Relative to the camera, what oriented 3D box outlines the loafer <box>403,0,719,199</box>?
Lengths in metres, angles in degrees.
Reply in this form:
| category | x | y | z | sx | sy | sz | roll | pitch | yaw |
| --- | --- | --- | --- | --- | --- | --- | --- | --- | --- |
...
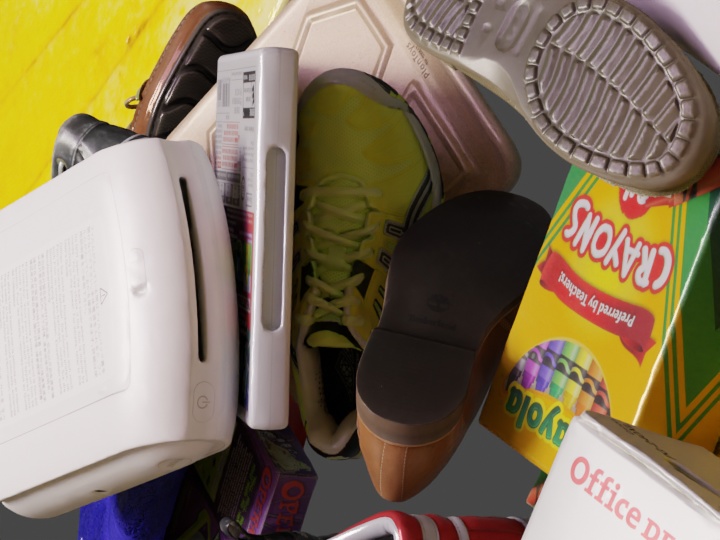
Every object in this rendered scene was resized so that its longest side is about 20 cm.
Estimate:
| category | x | y | z | sx | sy | sz | roll | pitch | yaw |
| --- | --- | --- | --- | --- | --- | --- | --- | --- | --- |
| loafer | 0.101 | -0.092 | 1.352 | 0.200 | 0.067 | 0.076 | 42 | 103 | 43 |

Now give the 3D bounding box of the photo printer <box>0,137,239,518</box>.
| category | x | y | z | sx | sy | sz | roll | pitch | yaw |
| --- | --- | --- | --- | --- | --- | --- | --- | --- | --- |
| photo printer | -0.127 | 0.028 | 1.504 | 0.200 | 0.069 | 0.168 | -25 | 67 | 55 |

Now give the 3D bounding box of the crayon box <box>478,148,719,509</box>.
| category | x | y | z | sx | sy | sz | roll | pitch | yaw |
| --- | --- | --- | --- | --- | --- | --- | --- | --- | --- |
| crayon box | 0.123 | 0.033 | 1.361 | 0.127 | 0.051 | 0.201 | 33 | 106 | 59 |

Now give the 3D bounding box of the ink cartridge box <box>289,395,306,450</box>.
| category | x | y | z | sx | sy | sz | roll | pitch | yaw |
| --- | --- | --- | --- | --- | --- | --- | --- | --- | --- |
| ink cartridge box | -0.070 | 0.023 | 1.705 | 0.162 | 0.050 | 0.201 | 13 | 84 | 61 |

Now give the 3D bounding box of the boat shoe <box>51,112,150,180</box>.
| category | x | y | z | sx | sy | sz | roll | pitch | yaw |
| --- | --- | --- | --- | --- | --- | --- | --- | --- | --- |
| boat shoe | -0.136 | -0.021 | 1.656 | 0.071 | 0.072 | 0.201 | 38 | 149 | 20 |

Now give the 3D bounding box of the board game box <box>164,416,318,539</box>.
| category | x | y | z | sx | sy | sz | roll | pitch | yaw |
| --- | --- | --- | --- | --- | --- | --- | --- | --- | --- |
| board game box | -0.079 | 0.165 | 1.646 | 0.120 | 0.032 | 0.201 | -118 | 41 | -57 |

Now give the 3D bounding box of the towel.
| category | x | y | z | sx | sy | sz | roll | pitch | yaw |
| --- | --- | --- | --- | --- | --- | --- | --- | --- | --- |
| towel | -0.128 | 0.110 | 1.661 | 0.201 | 0.049 | 0.148 | 109 | 172 | -45 |

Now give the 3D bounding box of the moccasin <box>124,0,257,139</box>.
| category | x | y | z | sx | sy | sz | roll | pitch | yaw |
| --- | --- | --- | --- | --- | --- | --- | --- | --- | --- |
| moccasin | -0.115 | -0.075 | 1.812 | 0.078 | 0.073 | 0.202 | -125 | 43 | -51 |

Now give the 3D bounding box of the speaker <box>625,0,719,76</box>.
| category | x | y | z | sx | sy | sz | roll | pitch | yaw |
| --- | --- | --- | --- | --- | --- | --- | --- | --- | --- |
| speaker | 0.167 | -0.131 | 1.334 | 0.082 | 0.081 | 0.200 | -66 | 29 | 14 |

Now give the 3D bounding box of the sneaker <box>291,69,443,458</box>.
| category | x | y | z | sx | sy | sz | roll | pitch | yaw |
| --- | --- | --- | --- | --- | --- | --- | --- | --- | --- |
| sneaker | 0.000 | 0.000 | 1.491 | 0.076 | 0.075 | 0.201 | -47 | -46 | -68 |

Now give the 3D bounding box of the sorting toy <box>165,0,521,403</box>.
| category | x | y | z | sx | sy | sz | roll | pitch | yaw |
| --- | --- | --- | --- | --- | --- | --- | --- | --- | --- |
| sorting toy | -0.011 | -0.057 | 1.595 | 0.200 | 0.036 | 0.186 | -48 | 56 | 27 |

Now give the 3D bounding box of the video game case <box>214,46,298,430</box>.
| category | x | y | z | sx | sy | sz | roll | pitch | yaw |
| --- | --- | --- | --- | --- | --- | --- | --- | --- | --- |
| video game case | -0.055 | -0.020 | 1.509 | 0.200 | 0.023 | 0.184 | -161 | 73 | -81 |

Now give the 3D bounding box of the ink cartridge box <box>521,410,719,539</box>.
| category | x | y | z | sx | sy | sz | roll | pitch | yaw |
| --- | --- | --- | --- | --- | --- | --- | --- | --- | --- |
| ink cartridge box | 0.119 | 0.182 | 1.254 | 0.145 | 0.083 | 0.201 | 37 | 108 | 53 |

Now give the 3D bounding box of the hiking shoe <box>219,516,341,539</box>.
| category | x | y | z | sx | sy | sz | roll | pitch | yaw |
| --- | --- | --- | --- | --- | --- | --- | --- | --- | --- |
| hiking shoe | -0.069 | 0.226 | 1.551 | 0.076 | 0.100 | 0.201 | 19 | 93 | 61 |

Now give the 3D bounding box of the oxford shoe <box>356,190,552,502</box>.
| category | x | y | z | sx | sy | sz | roll | pitch | yaw |
| --- | --- | --- | --- | --- | --- | --- | --- | --- | --- |
| oxford shoe | 0.041 | 0.033 | 1.440 | 0.200 | 0.071 | 0.072 | -58 | -20 | -46 |

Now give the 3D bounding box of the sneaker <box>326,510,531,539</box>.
| category | x | y | z | sx | sy | sz | roll | pitch | yaw |
| --- | --- | --- | --- | --- | --- | --- | --- | --- | --- |
| sneaker | 0.009 | 0.197 | 1.415 | 0.071 | 0.112 | 0.201 | 51 | 123 | 52 |
